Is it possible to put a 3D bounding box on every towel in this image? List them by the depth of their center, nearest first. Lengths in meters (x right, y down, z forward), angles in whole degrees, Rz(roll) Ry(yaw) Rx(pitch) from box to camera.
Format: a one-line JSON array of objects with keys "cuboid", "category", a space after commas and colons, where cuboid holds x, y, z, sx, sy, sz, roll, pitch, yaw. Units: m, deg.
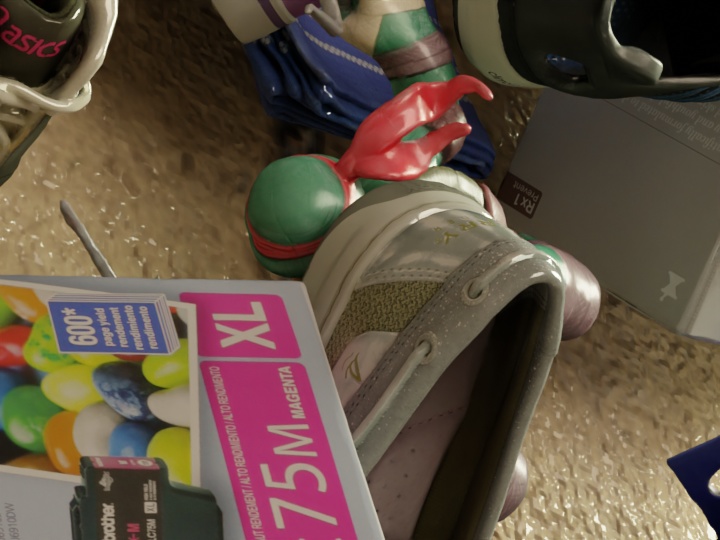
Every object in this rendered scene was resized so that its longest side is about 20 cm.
[{"cuboid": [-0.016, -0.130, 0.983, 0.145, 0.024, 0.201, 15, 54, -60], "category": "towel"}]

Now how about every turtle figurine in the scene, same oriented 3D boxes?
[{"cuboid": [0.000, 0.000, 0.855, 0.101, 0.150, 0.200, 37, -2, 37], "category": "turtle figurine"}]

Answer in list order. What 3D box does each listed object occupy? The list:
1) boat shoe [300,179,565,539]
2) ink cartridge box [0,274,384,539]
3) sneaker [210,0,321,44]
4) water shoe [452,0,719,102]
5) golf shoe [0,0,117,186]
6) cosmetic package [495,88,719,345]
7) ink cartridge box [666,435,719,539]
[{"cuboid": [0.001, 0.079, 0.786, 0.074, 0.065, 0.203, 13, 103, -35], "category": "boat shoe"}, {"cuboid": [-0.097, 0.051, 0.692, 0.199, 0.042, 0.120, 0, 42, -17], "category": "ink cartridge box"}, {"cuboid": [-0.031, -0.166, 0.831, 0.201, 0.114, 0.073, 55, 15, -40], "category": "sneaker"}, {"cuboid": [0.113, -0.078, 0.901, 0.199, 0.079, 0.072, -14, 113, -46], "category": "water shoe"}, {"cuboid": [-0.110, -0.047, 0.731, 0.077, 0.088, 0.201, 14, 100, -37], "category": "golf shoe"}, {"cuboid": [0.154, -0.018, 1.056, 0.199, 0.091, 0.107, 16, 13, -47], "category": "cosmetic package"}, {"cuboid": [0.167, 0.141, 0.963, 0.076, 0.136, 0.201, -12, 77, -58], "category": "ink cartridge box"}]
